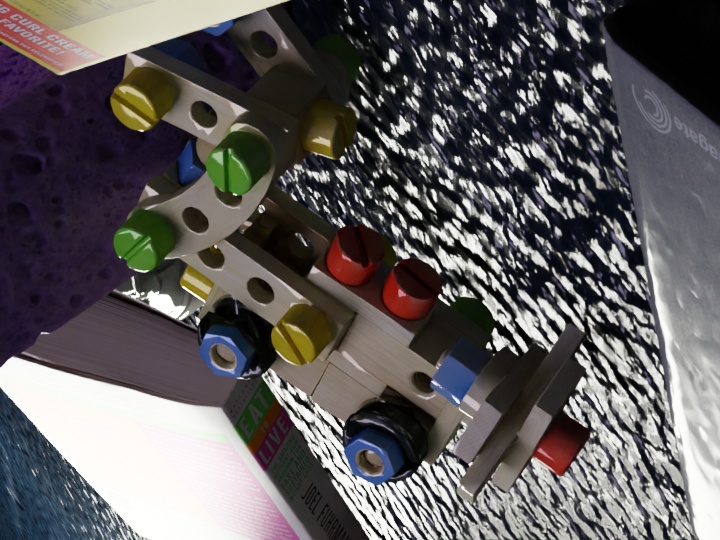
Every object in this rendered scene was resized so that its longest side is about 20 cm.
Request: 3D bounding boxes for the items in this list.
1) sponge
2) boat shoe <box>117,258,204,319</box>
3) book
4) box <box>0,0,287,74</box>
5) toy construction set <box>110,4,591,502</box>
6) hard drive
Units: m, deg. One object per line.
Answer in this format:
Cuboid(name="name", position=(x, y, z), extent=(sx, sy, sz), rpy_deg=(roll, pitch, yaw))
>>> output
Cuboid(name="sponge", position=(-0.107, -0.031, 0.999), extent=(0.030, 0.200, 0.112), rpy_deg=(43, 161, 35))
Cuboid(name="boat shoe", position=(-0.103, -0.020, 1.252), extent=(0.072, 0.068, 0.200), rpy_deg=(54, 164, 11))
Cuboid(name="book", position=(-0.073, 0.080, 1.268), extent=(0.133, 0.048, 0.200), rpy_deg=(19, 157, 29))
Cuboid(name="box", position=(-0.052, -0.106, 0.801), extent=(0.075, 0.050, 0.199), rpy_deg=(30, 157, -31))
Cuboid(name="toy construction set", position=(0.000, 0.000, 0.961), extent=(0.200, 0.092, 0.131), rpy_deg=(45, 137, 16))
Cuboid(name="hard drive", position=(0.124, 0.036, 0.732), extent=(0.140, 0.033, 0.201), rpy_deg=(44, 159, 40))
